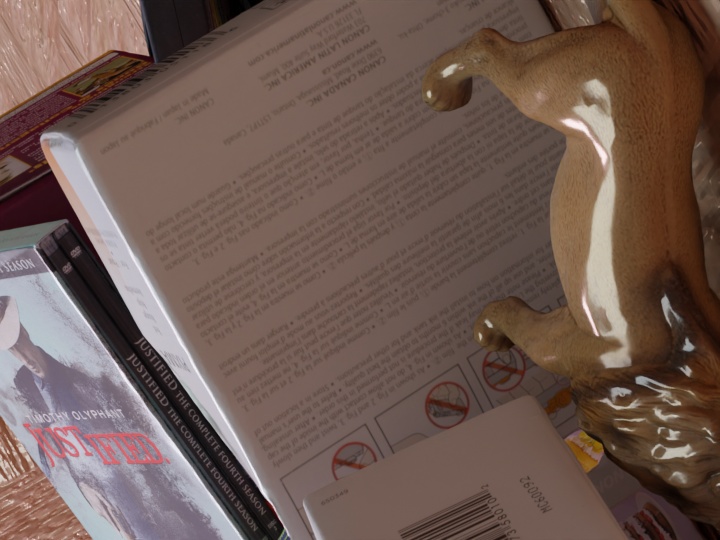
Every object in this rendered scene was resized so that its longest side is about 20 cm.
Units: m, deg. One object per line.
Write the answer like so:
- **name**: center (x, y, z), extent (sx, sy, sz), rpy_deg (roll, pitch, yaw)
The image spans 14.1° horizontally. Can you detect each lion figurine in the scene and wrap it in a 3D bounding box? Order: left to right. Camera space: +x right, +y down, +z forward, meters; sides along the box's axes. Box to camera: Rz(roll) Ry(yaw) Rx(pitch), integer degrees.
- **lion figurine**: center (0.079, -0.018, 0.854), extent (0.122, 0.072, 0.200), rpy_deg (27, 141, 57)

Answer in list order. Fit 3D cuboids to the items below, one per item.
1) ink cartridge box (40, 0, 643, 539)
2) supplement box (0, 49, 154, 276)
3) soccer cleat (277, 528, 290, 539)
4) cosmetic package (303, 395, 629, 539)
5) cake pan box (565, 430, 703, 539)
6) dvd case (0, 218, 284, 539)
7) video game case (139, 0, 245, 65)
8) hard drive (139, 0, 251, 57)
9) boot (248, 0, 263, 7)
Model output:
- **ink cartridge box**: center (0.013, 0.003, 0.950), extent (0.200, 0.162, 0.050), rpy_deg (63, 164, -17)
- **supplement box**: center (-0.119, -0.023, 1.318), extent (0.103, 0.131, 0.200), rpy_deg (61, 169, -14)
- **soccer cleat**: center (0.033, 0.161, 1.142), extent (0.200, 0.084, 0.065), rpy_deg (52, 174, -24)
- **cosmetic package**: center (0.057, 0.153, 0.909), extent (0.108, 0.085, 0.200), rpy_deg (-122, 9, -50)
- **cake pan box**: center (0.095, 0.121, 1.089), extent (0.200, 0.052, 0.184), rpy_deg (54, 174, -25)
- **dvd case**: center (-0.098, 0.069, 1.177), extent (0.200, 0.022, 0.146), rpy_deg (57, 152, -15)
- **video game case**: center (-0.071, -0.144, 1.069), extent (0.181, 0.025, 0.200), rpy_deg (63, -166, -80)
- **hard drive**: center (-0.053, -0.081, 1.320), extent (0.135, 0.042, 0.200), rpy_deg (57, 168, 19)
- **boot**: center (0.020, -0.049, 1.030), extent (0.200, 0.068, 0.188), rpy_deg (58, 168, 8)
